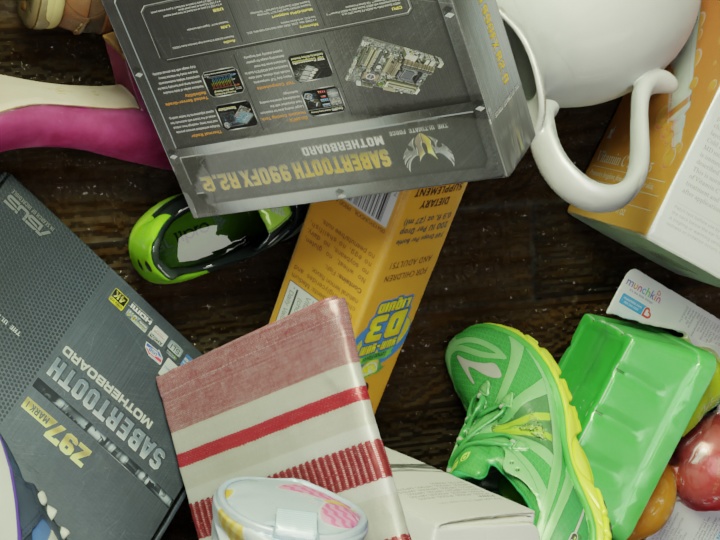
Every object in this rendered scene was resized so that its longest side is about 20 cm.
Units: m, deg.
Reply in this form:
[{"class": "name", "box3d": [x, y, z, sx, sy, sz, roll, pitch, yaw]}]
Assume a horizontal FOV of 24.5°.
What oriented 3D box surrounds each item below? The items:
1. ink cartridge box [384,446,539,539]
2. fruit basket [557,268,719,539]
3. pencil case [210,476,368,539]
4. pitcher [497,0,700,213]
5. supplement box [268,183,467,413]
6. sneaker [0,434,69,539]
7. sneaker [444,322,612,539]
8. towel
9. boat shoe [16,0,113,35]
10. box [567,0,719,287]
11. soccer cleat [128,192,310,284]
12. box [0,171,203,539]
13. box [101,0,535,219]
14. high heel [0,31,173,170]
[{"class": "ink cartridge box", "box3d": [-0.004, 0.183, 0.963, 0.082, 0.199, 0.149, 4, 98, -41]}, {"class": "fruit basket", "box3d": [0.202, 0.118, 1.093, 0.199, 0.094, 0.187, 26, 91, -34]}, {"class": "pencil case", "box3d": [-0.054, 0.207, 0.852, 0.082, 0.091, 0.202, 14, 100, 8]}, {"class": "pitcher", "box3d": [0.132, -0.129, 0.965, 0.172, 0.121, 0.199, 50, 48, 7]}, {"class": "supplement box", "box3d": [0.000, 0.000, 0.971, 0.066, 0.069, 0.202, -12, 131, -51]}, {"class": "sneaker", "box3d": [-0.161, 0.172, 0.868, 0.146, 0.080, 0.202, 15, 55, -55]}, {"class": "sneaker", "box3d": [0.087, 0.108, 0.993, 0.083, 0.201, 0.074, 3, 134, -25]}, {"class": "towel", "box3d": [-0.035, 0.131, 0.905, 0.023, 0.143, 0.202, -4, 75, -51]}, {"class": "boat shoe", "box3d": [-0.144, -0.232, 0.936, 0.067, 0.072, 0.202, 7, 104, -26]}, {"class": "box", "box3d": [0.233, -0.098, 1.034, 0.097, 0.124, 0.202, 26, 90, -18]}, {"class": "soccer cleat", "box3d": [-0.044, -0.046, 0.985, 0.199, 0.081, 0.068, -30, 106, -10]}, {"class": "box", "box3d": [-0.179, 0.069, 0.940, 0.200, 0.051, 0.158, 45, 52, -17]}, {"class": "box", "box3d": [-0.025, -0.116, 0.857, 0.198, 0.048, 0.160, -7, 119, 30]}, {"class": "high heel", "box3d": [-0.185, -0.071, 0.948, 0.199, 0.067, 0.097, -24, 128, -22]}]
